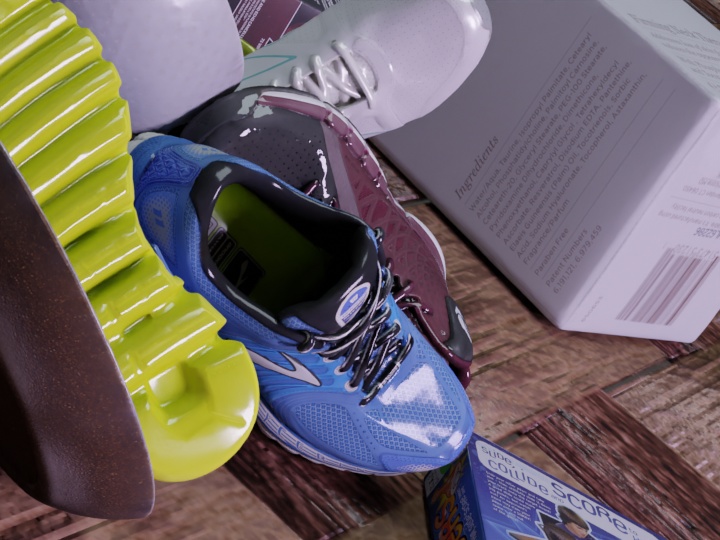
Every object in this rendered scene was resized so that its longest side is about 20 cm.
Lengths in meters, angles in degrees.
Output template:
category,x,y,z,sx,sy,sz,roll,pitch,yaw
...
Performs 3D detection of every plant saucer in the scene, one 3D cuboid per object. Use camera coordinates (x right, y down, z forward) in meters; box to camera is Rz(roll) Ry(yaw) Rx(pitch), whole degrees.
category,x,y,z,sx,sy,sz,roll,pitch,yaw
plant saucer,-0.134,0.003,0.736,0.200,0.032,0.201,51,-20,26

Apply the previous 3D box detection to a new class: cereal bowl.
category,x,y,z,sx,sy,sz,roll,pitch,yaw
cereal bowl,-0.143,-0.140,0.969,0.200,0.083,0.200,48,-17,19

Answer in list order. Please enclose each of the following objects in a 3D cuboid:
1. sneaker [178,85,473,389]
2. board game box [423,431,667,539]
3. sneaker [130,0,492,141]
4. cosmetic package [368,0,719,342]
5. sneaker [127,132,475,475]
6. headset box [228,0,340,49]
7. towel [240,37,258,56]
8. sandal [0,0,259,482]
category,x,y,z,sx,sy,sz,roll,pitch,yaw
sneaker,0.000,0.000,1.003,0.200,0.076,0.116,37,19,-48
board game box,0.123,0.156,0.944,0.199,0.035,0.136,30,20,-15
sneaker,-0.028,-0.079,1.041,0.071,0.199,0.080,61,23,-14
cosmetic package,0.145,-0.084,1.325,0.200,0.167,0.167,46,23,30
sneaker,-0.019,0.022,0.885,0.200,0.079,0.089,41,-19,-30
headset box,-0.070,-0.164,1.294,0.199,0.075,0.149,23,24,-30
towel,-0.102,-0.105,1.107,0.199,0.086,0.018,34,45,-3
sandal,-0.114,-0.013,0.819,0.087,0.079,0.201,-1,-67,65
